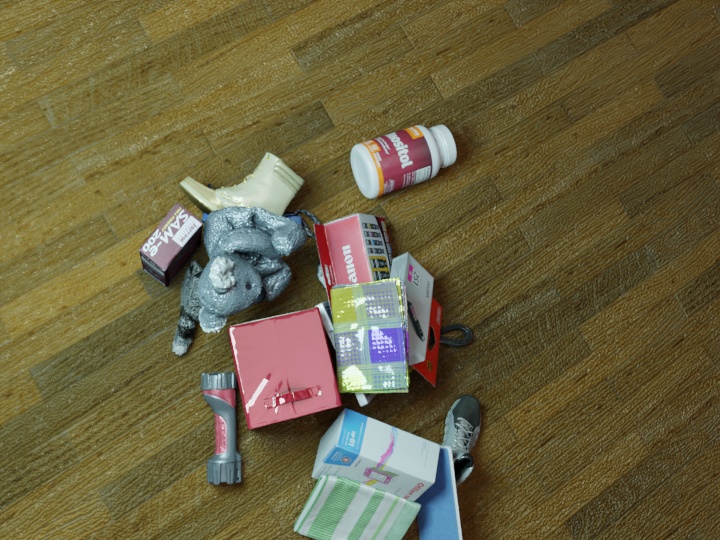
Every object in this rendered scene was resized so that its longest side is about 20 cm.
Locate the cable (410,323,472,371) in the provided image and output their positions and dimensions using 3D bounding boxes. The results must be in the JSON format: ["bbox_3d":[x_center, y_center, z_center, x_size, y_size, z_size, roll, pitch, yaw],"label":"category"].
[{"bbox_3d":[0.128,0.144,1.621,0.198,0.050,0.098,-19,69,-28],"label":"cable"}]

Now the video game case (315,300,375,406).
[{"bbox_3d":[-0.023,0.151,1.522,0.018,0.143,0.202,-25,87,10],"label":"video game case"}]

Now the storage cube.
[{"bbox_3d":[-0.141,0.180,1.456,0.169,0.200,0.182,-12,80,-10],"label":"storage cube"}]

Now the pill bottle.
[{"bbox_3d":[0.089,-0.228,1.624,0.198,0.113,0.114,-20,86,-17],"label":"pill bottle"}]

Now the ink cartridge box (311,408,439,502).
[{"bbox_3d":[0.029,0.355,1.487,0.198,0.145,0.085,22,48,-10],"label":"ink cartridge box"}]

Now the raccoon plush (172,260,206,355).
[{"bbox_3d":[-0.274,0.065,1.520,0.133,0.097,0.202,12,108,-25],"label":"raccoon plush"}]

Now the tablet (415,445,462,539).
[{"bbox_3d":[0.145,0.436,1.522,0.014,0.130,0.203,-2,81,-34],"label":"tablet"}]

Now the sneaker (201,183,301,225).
[{"bbox_3d":[-0.209,-0.122,1.554,0.197,0.070,0.079,5,85,-12],"label":"sneaker"}]

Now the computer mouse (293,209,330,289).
[{"bbox_3d":[-0.076,-0.035,1.597,0.058,0.034,0.202,-28,83,5],"label":"computer mouse"}]

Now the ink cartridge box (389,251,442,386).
[{"bbox_3d":[0.116,0.094,1.533,0.173,0.043,0.202,41,41,-32],"label":"ink cartridge box"}]

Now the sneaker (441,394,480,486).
[{"bbox_3d":[0.202,0.340,1.556,0.074,0.115,0.202,24,76,-9],"label":"sneaker"}]

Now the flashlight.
[{"bbox_3d":[-0.261,0.290,1.478,0.068,0.067,0.203,8,80,-55],"label":"flashlight"}]

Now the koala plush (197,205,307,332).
[{"bbox_3d":[-0.219,0.003,1.384,0.182,0.178,0.201,25,48,-2],"label":"koala plush"}]

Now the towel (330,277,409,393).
[{"bbox_3d":[0.016,0.117,1.420,0.142,0.023,0.203,-4,88,19],"label":"towel"}]

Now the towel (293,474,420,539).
[{"bbox_3d":[-0.008,0.463,1.491,0.198,0.023,0.154,23,112,-10],"label":"towel"}]

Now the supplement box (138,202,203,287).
[{"bbox_3d":[-0.340,-0.041,1.440,0.061,0.200,0.109,37,74,-5],"label":"supplement box"}]

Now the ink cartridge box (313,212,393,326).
[{"bbox_3d":[0.000,0.000,1.527,0.083,0.175,0.203,-15,84,24],"label":"ink cartridge box"}]

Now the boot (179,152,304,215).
[{"bbox_3d":[-0.219,-0.158,1.490,0.199,0.073,0.157,31,81,-4],"label":"boot"}]
